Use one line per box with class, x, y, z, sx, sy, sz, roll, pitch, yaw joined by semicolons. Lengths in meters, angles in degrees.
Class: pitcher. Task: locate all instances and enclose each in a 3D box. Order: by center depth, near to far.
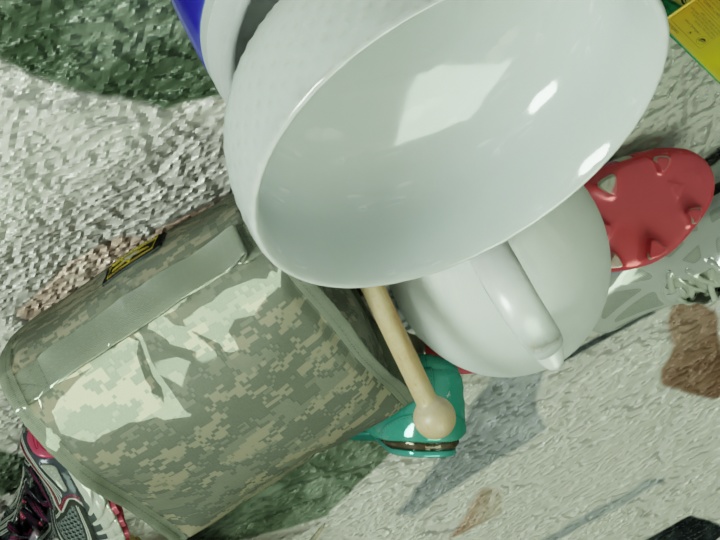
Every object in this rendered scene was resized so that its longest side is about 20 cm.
pitcher;0.074;-0.001;1.285;0.121;0.172;0.200;-27;150;5

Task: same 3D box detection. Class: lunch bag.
lunch bag;-0.085;0.040;1.264;0.163;0.118;0.200;-31;155;4

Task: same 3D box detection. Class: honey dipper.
honey dipper;0.000;0.000;1.234;0.038;0.038;0.201;-26;109;-6

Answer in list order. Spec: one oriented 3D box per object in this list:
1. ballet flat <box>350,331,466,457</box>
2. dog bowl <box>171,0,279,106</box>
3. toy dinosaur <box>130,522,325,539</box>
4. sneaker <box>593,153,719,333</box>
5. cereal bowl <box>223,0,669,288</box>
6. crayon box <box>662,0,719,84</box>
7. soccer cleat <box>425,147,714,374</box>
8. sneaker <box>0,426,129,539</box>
ballet flat;0.018;0.069;1.424;0.067;0.071;0.200;2;178;-15
dog bowl;0.011;-0.149;1.098;0.199;0.079;0.201;-23;149;-14
toy dinosaur;-0.101;0.206;1.562;0.199;0.058;0.101;8;132;-48
sneaker;0.227;-0.002;1.478;0.200;0.116;0.076;-38;150;14
cereal bowl;0.027;-0.087;1.042;0.199;0.084;0.201;-23;150;-14
crayon box;0.228;-0.152;1.308;0.119;0.058;0.200;-38;150;14
soccer cleat;0.119;-0.009;1.441;0.200;0.067;0.076;-37;-170;-6
sneaker;-0.175;0.147;1.384;0.074;0.081;0.200;-18;149;-16
